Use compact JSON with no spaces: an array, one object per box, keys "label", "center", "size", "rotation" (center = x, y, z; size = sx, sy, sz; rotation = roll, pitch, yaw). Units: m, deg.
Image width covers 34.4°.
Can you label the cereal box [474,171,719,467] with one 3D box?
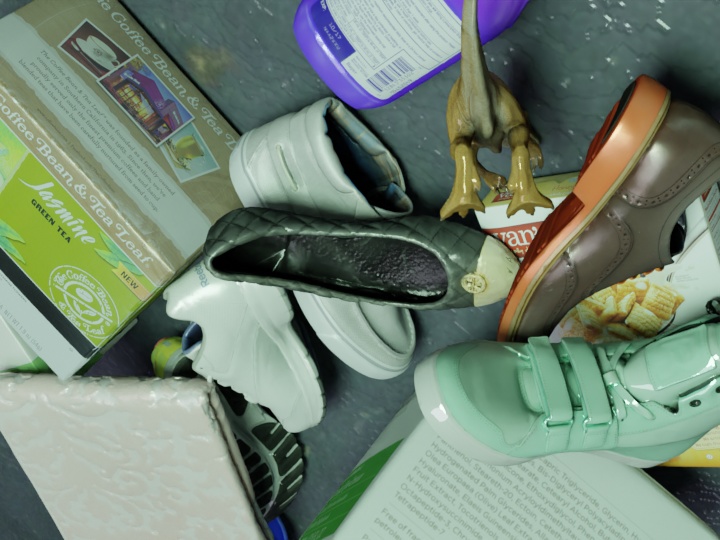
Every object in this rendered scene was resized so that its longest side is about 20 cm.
[{"label":"cereal box","center":[0.168,0.032,0.717],"size":[0.143,0.040,0.201],"rotation":[-7,118,38]}]

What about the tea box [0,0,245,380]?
[{"label":"tea box","center":[-0.204,-0.063,0.836],"size":[0.200,0.134,0.197],"rotation":[47,135,-4]}]

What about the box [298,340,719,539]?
[{"label":"box","center":[0.080,0.189,0.764],"size":[0.200,0.172,0.199],"rotation":[41,158,2]}]

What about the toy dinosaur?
[{"label":"toy dinosaur","center":[0.062,-0.085,0.609],"size":[0.060,0.107,0.200],"rotation":[-10,164,9]}]

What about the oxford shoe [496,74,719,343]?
[{"label":"oxford shoe","center":[0.133,-0.009,0.637],"size":[0.072,0.071,0.201],"rotation":[28,137,2]}]

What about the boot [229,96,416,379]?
[{"label":"boot","center":[-0.001,-0.017,0.775],"size":[0.095,0.074,0.201],"rotation":[-20,112,41]}]

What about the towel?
[{"label":"towel","center":[-0.179,0.155,0.922],"size":[0.198,0.032,0.192],"rotation":[-1,128,20]}]

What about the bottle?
[{"label":"bottle","center":[0.050,-0.162,0.634],"size":[0.199,0.065,0.084],"rotation":[-27,110,44]}]

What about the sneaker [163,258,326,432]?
[{"label":"sneaker","center":[-0.081,0.053,0.846],"size":[0.075,0.086,0.201],"rotation":[-117,4,-46]}]

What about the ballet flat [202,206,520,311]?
[{"label":"ballet flat","center":[0.000,0.000,0.720],"size":[0.198,0.057,0.067],"rotation":[5,122,7]}]

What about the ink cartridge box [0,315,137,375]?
[{"label":"ink cartridge box","center":[-0.283,-0.004,0.947],"size":[0.067,0.117,0.201],"rotation":[-14,115,37]}]

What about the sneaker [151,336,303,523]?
[{"label":"sneaker","center":[-0.113,0.129,0.974],"size":[0.090,0.078,0.201],"rotation":[27,146,51]}]

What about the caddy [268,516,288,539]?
[{"label":"caddy","center":[-0.159,0.249,1.037],"size":[0.199,0.142,0.106],"rotation":[22,136,18]}]

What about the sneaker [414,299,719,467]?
[{"label":"sneaker","center":[0.131,0.052,0.626],"size":[0.199,0.074,0.118],"rotation":[9,143,-33]}]
